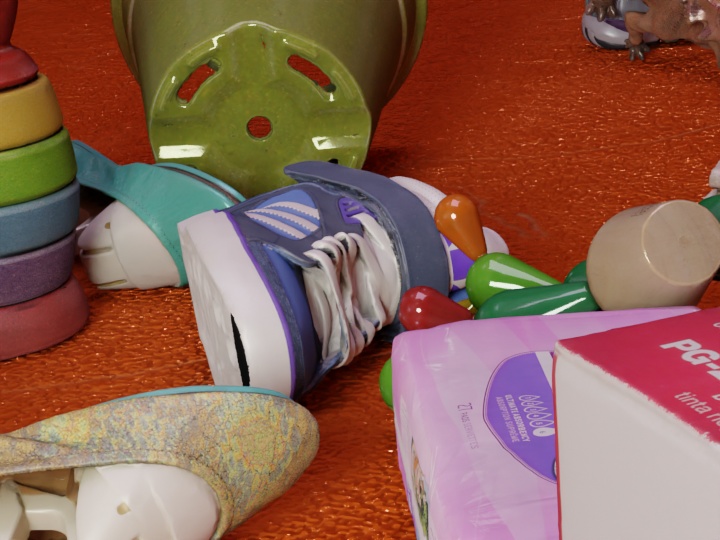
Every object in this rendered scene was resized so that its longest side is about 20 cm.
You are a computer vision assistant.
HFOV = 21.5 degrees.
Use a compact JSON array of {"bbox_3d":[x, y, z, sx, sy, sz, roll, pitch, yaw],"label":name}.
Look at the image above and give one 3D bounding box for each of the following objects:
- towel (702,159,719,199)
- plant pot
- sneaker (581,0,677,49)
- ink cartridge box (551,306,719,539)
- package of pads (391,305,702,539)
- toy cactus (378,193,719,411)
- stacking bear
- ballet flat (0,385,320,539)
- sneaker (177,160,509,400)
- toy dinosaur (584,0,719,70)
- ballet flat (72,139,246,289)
[{"bbox_3d":[0.291,-0.049,1.002,0.199,0.035,0.132,5,21,26],"label":"towel"},{"bbox_3d":[-0.056,-0.118,1.103,0.199,0.201,0.190,-4,30,2],"label":"plant pot"},{"bbox_3d":[0.271,-0.229,1.492,0.199,0.088,0.074,-9,18,-13],"label":"sneaker"},{"bbox_3d":[0.151,0.076,0.438,0.199,0.146,0.083,-11,17,-20],"label":"ink cartridge box"},{"bbox_3d":[0.077,0.073,0.586,0.120,0.076,0.200,-6,17,-3],"label":"package of pads"},{"bbox_3d":[0.102,-0.003,0.738,0.199,0.103,0.165,-12,-9,-11],"label":"toy cactus"},{"bbox_3d":[-0.192,-0.067,0.890,0.113,0.201,0.122,-3,17,6],"label":"stacking bear"},{"bbox_3d":[-0.109,0.085,0.632,0.198,0.071,0.071,-5,17,-5],"label":"ballet flat"},{"bbox_3d":[0.000,0.000,0.830,0.145,0.081,0.200,-11,12,-8],"label":"sneaker"},{"bbox_3d":[0.228,-0.221,1.382,0.086,0.200,0.136,-36,-13,-17],"label":"toy dinosaur"},{"bbox_3d":[-0.127,-0.021,0.987,0.070,0.068,0.200,-41,32,-23],"label":"ballet flat"}]
